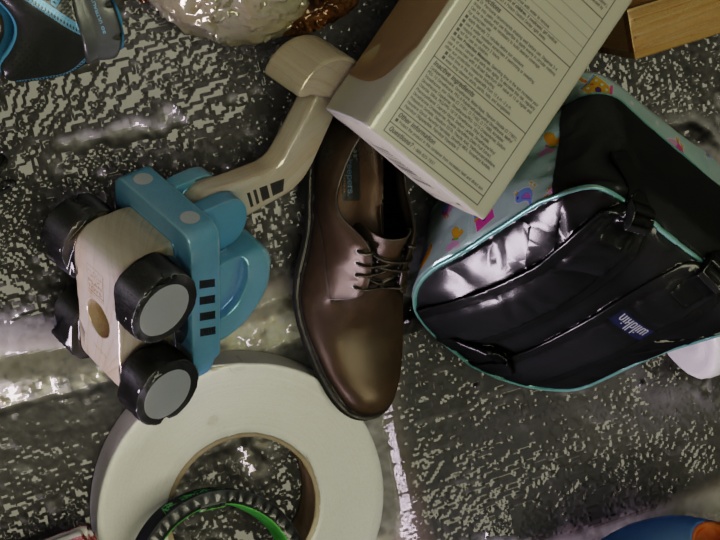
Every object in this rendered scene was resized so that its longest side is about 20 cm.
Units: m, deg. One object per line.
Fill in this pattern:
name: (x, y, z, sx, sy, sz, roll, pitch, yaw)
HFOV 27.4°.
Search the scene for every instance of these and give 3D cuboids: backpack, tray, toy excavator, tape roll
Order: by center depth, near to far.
toy excavator: (-0.089, -0.033, 0.914, 0.199, 0.100, 0.196, -28, 138, -35)
backpack: (0.135, -0.016, 0.957, 0.175, 0.155, 0.199, 30, 133, -26)
tape roll: (-0.082, 0.155, 0.993, 0.200, 0.037, 0.206, -4, 102, -17)
tray: (0.246, -0.188, 1.000, 0.197, 0.099, 0.038, -17, 108, -15)

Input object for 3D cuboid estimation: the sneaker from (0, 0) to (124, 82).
sneaker: (-0.206, -0.207, 0.857, 0.081, 0.073, 0.202, -23, 107, -11)

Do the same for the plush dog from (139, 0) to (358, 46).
plush dog: (-0.065, -0.205, 0.868, 0.197, 0.162, 0.173, 18, 135, -11)

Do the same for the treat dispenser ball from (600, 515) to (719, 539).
treat dispenser ball: (0.225, 0.274, 1.033, 0.198, 0.201, 0.204, -4, 102, -18)

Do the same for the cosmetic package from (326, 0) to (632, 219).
cosmetic package: (0.081, -0.145, 0.882, 0.105, 0.071, 0.201, 37, 88, -27)

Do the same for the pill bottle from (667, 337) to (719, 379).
pill bottle: (0.306, -0.009, 1.051, 0.198, 0.111, 0.112, -21, 107, -13)

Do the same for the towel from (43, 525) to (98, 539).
towel: (-0.203, 0.270, 0.963, 0.142, 0.023, 0.202, -21, 113, -1)

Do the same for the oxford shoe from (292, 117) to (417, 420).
oxford shoe: (0.000, 0.000, 0.951, 0.072, 0.084, 0.203, -9, 98, -24)

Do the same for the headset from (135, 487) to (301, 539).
headset: (-0.091, 0.242, 0.957, 0.122, 0.094, 0.203, -8, 87, -29)

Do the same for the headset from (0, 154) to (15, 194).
headset: (-0.270, 0.013, 0.861, 0.123, 0.094, 0.201, 36, 99, -22)
